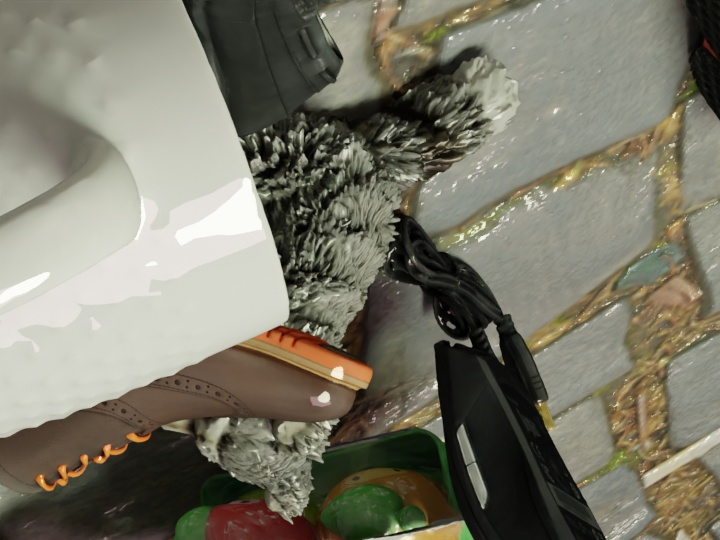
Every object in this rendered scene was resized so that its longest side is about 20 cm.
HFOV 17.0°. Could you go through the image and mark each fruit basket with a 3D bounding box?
[{"bbox_3d":[-0.030,0.121,1.085,0.184,0.094,0.200,-15,168,27],"label":"fruit basket"}]

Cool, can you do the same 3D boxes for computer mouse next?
[{"bbox_3d":[0.062,0.077,1.063,0.046,0.201,0.140,-31,160,11],"label":"computer mouse"}]

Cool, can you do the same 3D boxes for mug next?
[{"bbox_3d":[-0.124,-0.013,0.721,0.174,0.148,0.200,-23,-165,-7],"label":"mug"}]

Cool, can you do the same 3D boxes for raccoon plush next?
[{"bbox_3d":[0.000,0.000,0.925,0.199,0.134,0.097,-31,151,-5],"label":"raccoon plush"}]

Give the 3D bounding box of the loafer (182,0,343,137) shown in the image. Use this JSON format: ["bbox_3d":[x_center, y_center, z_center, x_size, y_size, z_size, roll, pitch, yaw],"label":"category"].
[{"bbox_3d":[-0.035,-0.110,0.784,0.070,0.068,0.201,-20,158,-9],"label":"loafer"}]

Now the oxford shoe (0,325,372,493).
[{"bbox_3d":[-0.092,0.045,0.848,0.199,0.073,0.071,4,173,19],"label":"oxford shoe"}]

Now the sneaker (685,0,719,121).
[{"bbox_3d":[0.194,-0.107,1.038,0.093,0.071,0.200,-28,150,1],"label":"sneaker"}]
